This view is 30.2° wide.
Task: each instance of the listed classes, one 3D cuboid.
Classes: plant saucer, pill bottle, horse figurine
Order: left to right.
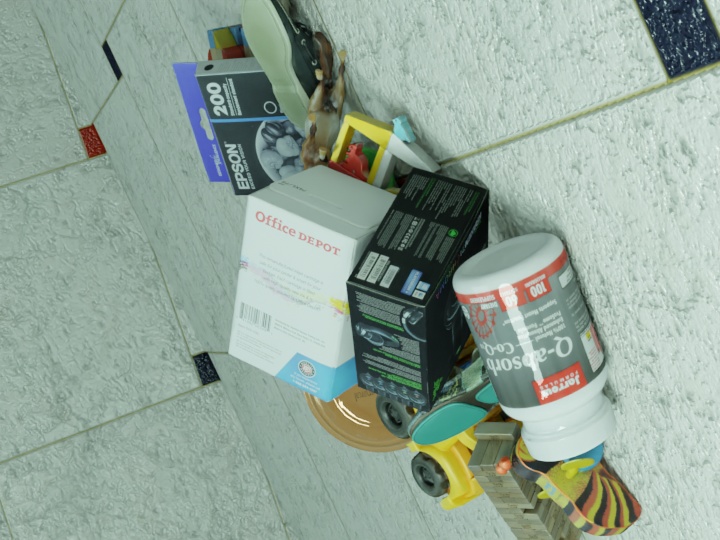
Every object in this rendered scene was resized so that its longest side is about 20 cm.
[{"bbox_3d":[-0.048,-0.184,1.621,0.133,0.049,0.203,103,175,-69],"label":"horse figurine"},{"bbox_3d":[0.020,0.142,1.728,0.032,0.198,0.202,-57,-56,-71],"label":"plant saucer"},{"bbox_3d":[0.176,0.075,1.313,0.202,0.115,0.116,67,163,-13],"label":"pill bottle"}]

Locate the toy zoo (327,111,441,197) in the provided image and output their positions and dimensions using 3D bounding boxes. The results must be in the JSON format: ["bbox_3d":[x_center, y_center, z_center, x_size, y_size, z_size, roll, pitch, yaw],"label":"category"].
[{"bbox_3d":[0.016,-0.091,1.539,0.131,0.020,0.202,34,123,22],"label":"toy zoo"}]

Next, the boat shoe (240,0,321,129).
[{"bbox_3d":[-0.085,-0.274,1.664,0.074,0.066,0.201,10,137,44],"label":"boat shoe"}]

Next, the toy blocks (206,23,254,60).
[{"bbox_3d":[-0.177,-0.290,1.912,0.200,0.099,0.139,22,125,64],"label":"toy blocks"}]

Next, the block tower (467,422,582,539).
[{"bbox_3d":[0.189,0.258,1.534,0.053,0.058,0.201,-5,132,36],"label":"block tower"}]

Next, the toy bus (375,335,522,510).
[{"bbox_3d":[0.133,0.167,1.596,0.202,0.135,0.192,62,147,1],"label":"toy bus"}]

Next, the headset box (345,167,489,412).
[{"bbox_3d":[0.066,0.027,1.441,0.092,0.175,0.201,18,143,19],"label":"headset box"}]

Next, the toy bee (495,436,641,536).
[{"bbox_3d":[0.204,0.211,1.442,0.200,0.108,0.132,49,158,38],"label":"toy bee"}]

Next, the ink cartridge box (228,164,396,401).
[{"bbox_3d":[-0.042,0.010,1.510,0.145,0.146,0.202,23,119,25],"label":"ink cartridge box"}]

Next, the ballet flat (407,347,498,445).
[{"bbox_3d":[0.125,0.126,1.485,0.199,0.074,0.075,-36,80,36],"label":"ballet flat"}]

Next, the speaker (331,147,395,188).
[{"bbox_3d":[-0.020,-0.103,1.697,0.089,0.088,0.200,64,164,-4],"label":"speaker"}]

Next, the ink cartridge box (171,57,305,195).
[{"bbox_3d":[-0.154,-0.195,1.833,0.197,0.044,0.200,1,127,23],"label":"ink cartridge box"}]

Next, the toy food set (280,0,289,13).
[{"bbox_3d":[-0.153,-0.397,1.701,0.201,0.060,0.144,54,162,27],"label":"toy food set"}]
